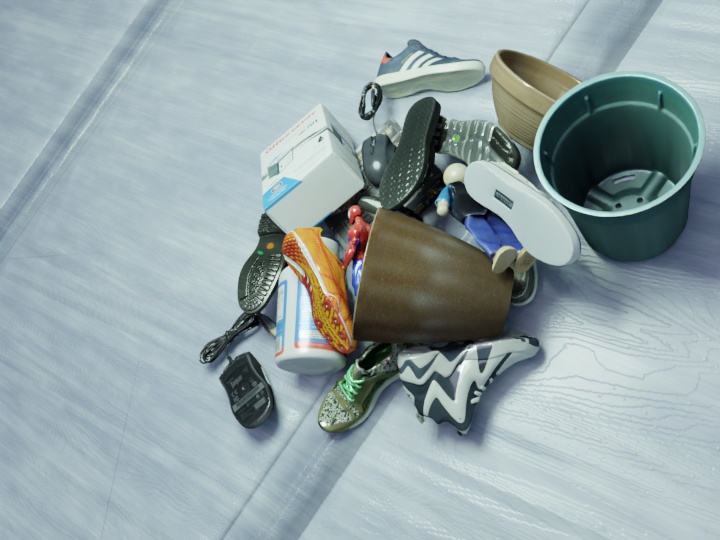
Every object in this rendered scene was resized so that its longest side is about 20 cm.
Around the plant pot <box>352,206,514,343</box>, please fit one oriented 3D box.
[{"bbox_3d":[0.105,0.023,1.099,0.198,0.187,0.188,11,74,5],"label":"plant pot"}]

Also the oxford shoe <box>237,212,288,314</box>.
[{"bbox_3d":[-0.145,-0.006,1.325,0.072,0.085,0.201,6,58,21],"label":"oxford shoe"}]

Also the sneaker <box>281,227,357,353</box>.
[{"bbox_3d":[-0.043,0.024,1.171,0.073,0.077,0.201,-34,75,52],"label":"sneaker"}]

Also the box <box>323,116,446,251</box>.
[{"bbox_3d":[0.027,-0.130,1.307,0.200,0.048,0.159,-42,56,7],"label":"box"}]

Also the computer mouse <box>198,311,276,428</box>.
[{"bbox_3d":[-0.170,0.159,1.303,0.140,0.046,0.200,-44,51,1],"label":"computer mouse"}]

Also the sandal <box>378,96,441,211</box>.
[{"bbox_3d":[0.085,-0.168,1.185,0.075,0.048,0.202,-5,57,45],"label":"sandal"}]

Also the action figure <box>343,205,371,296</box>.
[{"bbox_3d":[0.000,0.000,1.226,0.051,0.065,0.202,-6,85,39],"label":"action figure"}]

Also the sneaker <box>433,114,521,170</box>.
[{"bbox_3d":[0.194,-0.188,1.195,0.200,0.115,0.076,36,116,48],"label":"sneaker"}]

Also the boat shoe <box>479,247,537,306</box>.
[{"bbox_3d":[0.205,-0.045,1.169,0.072,0.060,0.203,-22,61,19],"label":"boat shoe"}]

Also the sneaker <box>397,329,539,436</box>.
[{"bbox_3d":[0.157,0.161,1.109,0.197,0.079,0.131,-11,99,-10],"label":"sneaker"}]

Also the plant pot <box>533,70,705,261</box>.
[{"bbox_3d":[0.343,-0.116,1.037,0.199,0.196,0.202,-10,62,20],"label":"plant pot"}]

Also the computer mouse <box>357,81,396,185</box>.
[{"bbox_3d":[0.022,-0.229,1.301,0.058,0.034,0.202,-19,61,22],"label":"computer mouse"}]

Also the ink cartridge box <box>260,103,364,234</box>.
[{"bbox_3d":[-0.083,-0.163,1.292,0.146,0.086,0.201,-38,32,15],"label":"ink cartridge box"}]

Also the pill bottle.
[{"bbox_3d":[-0.074,0.054,1.249,0.111,0.112,0.202,-9,66,25],"label":"pill bottle"}]

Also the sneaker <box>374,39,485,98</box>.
[{"bbox_3d":[0.115,-0.348,1.332,0.199,0.075,0.085,1,75,29],"label":"sneaker"}]

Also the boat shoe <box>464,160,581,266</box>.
[{"bbox_3d":[0.223,-0.081,1.042,0.200,0.069,0.071,45,134,37],"label":"boat shoe"}]

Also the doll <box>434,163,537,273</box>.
[{"bbox_3d":[0.170,-0.078,1.104,0.201,0.135,0.049,60,139,40],"label":"doll"}]

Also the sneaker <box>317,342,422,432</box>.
[{"bbox_3d":[-0.001,0.156,1.181,0.200,0.089,0.077,-47,56,4],"label":"sneaker"}]

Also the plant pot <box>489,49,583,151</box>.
[{"bbox_3d":[0.265,-0.232,1.159,0.201,0.200,0.093,49,125,33],"label":"plant pot"}]

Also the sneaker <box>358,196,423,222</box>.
[{"bbox_3d":[0.074,-0.045,1.206,0.200,0.074,0.080,37,104,11],"label":"sneaker"}]
